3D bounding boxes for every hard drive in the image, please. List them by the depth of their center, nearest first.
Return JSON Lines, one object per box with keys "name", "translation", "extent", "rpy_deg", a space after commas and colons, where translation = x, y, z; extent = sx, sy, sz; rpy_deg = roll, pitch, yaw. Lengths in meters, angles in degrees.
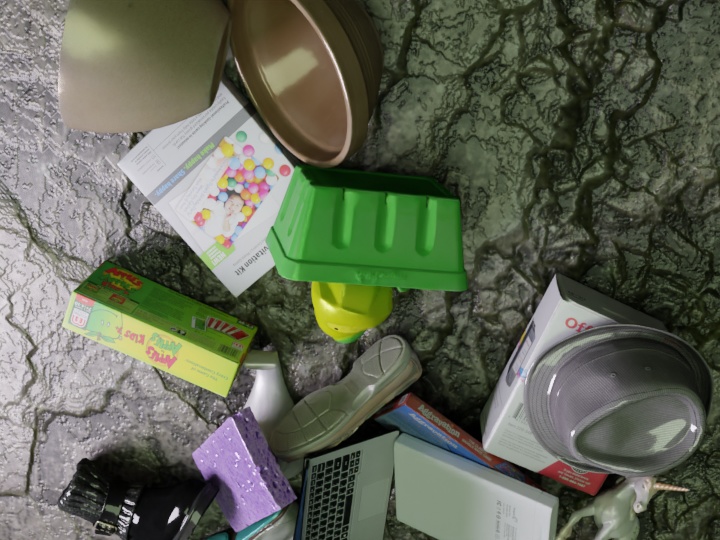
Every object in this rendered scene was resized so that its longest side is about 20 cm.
{"name": "hard drive", "translation": [0.130, 0.277, 1.131], "extent": [0.198, 0.027, 0.134], "rpy_deg": [18, 129, 28]}

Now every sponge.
{"name": "sponge", "translation": [-0.137, 0.233, 1.122], "extent": [0.113, 0.030, 0.200], "rpy_deg": [60, 151, 8]}

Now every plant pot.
{"name": "plant pot", "translation": [-0.201, -0.224, 0.963], "extent": [0.132, 0.201, 0.203], "rpy_deg": [13, 111, -5]}
{"name": "plant pot", "translation": [-0.040, -0.213, 0.976], "extent": [0.092, 0.200, 0.203], "rpy_deg": [-32, 107, -25]}

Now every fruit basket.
{"name": "fruit basket", "translation": [0.000, 0.000, 1.032], "extent": [0.212, 0.156, 0.219], "rpy_deg": [-5, 110, -12]}

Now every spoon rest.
{"name": "spoon rest", "translation": [-0.109, 0.174, 1.172], "extent": [0.097, 0.061, 0.203], "rpy_deg": [2, 123, 3]}

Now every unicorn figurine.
{"name": "unicorn figurine", "translation": [0.289, 0.288, 1.117], "extent": [0.137, 0.200, 0.074], "rpy_deg": [-43, 67, -7]}

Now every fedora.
{"name": "fedora", "translation": [0.271, 0.150, 1.005], "extent": [0.196, 0.091, 0.180], "rpy_deg": [-5, 111, 5]}

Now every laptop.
{"name": "laptop", "translation": [-0.022, 0.310, 1.107], "extent": [0.197, 0.116, 0.190], "rpy_deg": [-13, 127, -29]}

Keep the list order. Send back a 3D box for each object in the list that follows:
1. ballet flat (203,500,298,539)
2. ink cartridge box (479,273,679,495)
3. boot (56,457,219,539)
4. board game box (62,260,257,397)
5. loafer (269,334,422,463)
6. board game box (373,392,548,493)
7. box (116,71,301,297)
{"name": "ballet flat", "translation": [-0.148, 0.355, 1.231], "extent": [0.199, 0.068, 0.064], "rpy_deg": [-33, 110, 17]}
{"name": "ink cartridge box", "translation": [0.240, 0.128, 1.093], "extent": [0.146, 0.086, 0.202], "rpy_deg": [24, 109, -5]}
{"name": "boot", "translation": [-0.275, 0.276, 1.179], "extent": [0.157, 0.080, 0.211], "rpy_deg": [39, 134, -8]}
{"name": "board game box", "translation": [-0.225, 0.064, 1.115], "extent": [0.197, 0.102, 0.048], "rpy_deg": [24, 111, -2]}
{"name": "loafer", "translation": [-0.012, 0.160, 1.125], "extent": [0.199, 0.072, 0.063], "rpy_deg": [-40, 129, 1]}
{"name": "board game box", "translation": [0.114, 0.214, 1.140], "extent": [0.199, 0.103, 0.020], "rpy_deg": [37, 65, -7]}
{"name": "box", "translation": [-0.146, -0.094, 1.082], "extent": [0.155, 0.041, 0.201], "rpy_deg": [-37, 103, 17]}
